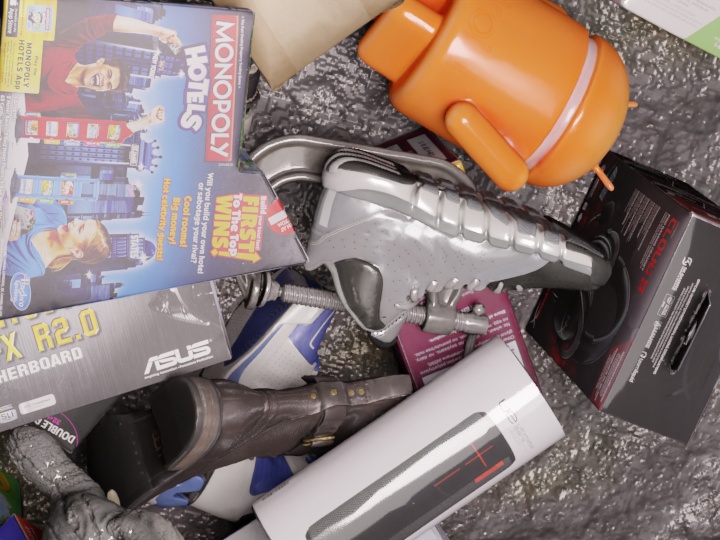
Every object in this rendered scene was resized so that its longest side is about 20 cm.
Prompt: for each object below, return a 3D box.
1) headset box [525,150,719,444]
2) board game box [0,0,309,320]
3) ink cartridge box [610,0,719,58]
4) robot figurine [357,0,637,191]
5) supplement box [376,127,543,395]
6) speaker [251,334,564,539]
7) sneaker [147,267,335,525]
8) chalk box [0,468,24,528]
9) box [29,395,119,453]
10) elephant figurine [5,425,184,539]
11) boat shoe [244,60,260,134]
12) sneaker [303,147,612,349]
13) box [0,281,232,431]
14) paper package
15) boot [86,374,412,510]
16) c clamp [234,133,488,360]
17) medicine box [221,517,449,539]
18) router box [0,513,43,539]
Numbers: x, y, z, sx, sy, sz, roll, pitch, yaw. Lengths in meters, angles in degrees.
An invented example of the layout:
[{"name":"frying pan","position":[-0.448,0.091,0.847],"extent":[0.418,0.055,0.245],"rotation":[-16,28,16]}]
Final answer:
[{"name":"headset box","position":[0.201,0.018,1.542],"extent":[0.077,0.200,0.150],"rotation":[21,101,-16]},{"name":"board game box","position":[-0.127,-0.067,1.347],"extent":[0.198,0.062,0.201],"rotation":[3,106,-16]},{"name":"ink cartridge box","position":[0.265,-0.254,1.547],"extent":[0.117,0.067,0.201],"rotation":[25,100,-16]},{"name":"robot figurine","position":[0.098,-0.130,1.513],"extent":[0.199,0.144,0.117],"rotation":[28,102,-13]},{"name":"supplement box","position":[0.053,0.015,1.558],"extent":[0.085,0.110,0.201],"rotation":[-22,109,-3]},{"name":"speaker","position":[0.032,0.128,1.444],"extent":[0.199,0.081,0.081],"rotation":[-34,109,-2]},{"name":"sneaker","position":[-0.059,0.102,1.584],"extent":[0.115,0.081,0.200],"rotation":[28,105,-21]},{"name":"chalk box","position":[-0.309,0.184,1.528],"extent":[0.200,0.125,0.124],"rotation":[36,97,-19]},{"name":"box","position":[-0.229,-0.008,1.489],"extent":[0.200,0.124,0.149],"rotation":[39,95,-20]},{"name":"elephant figurine","position":[-0.149,0.199,1.382],"extent":[0.200,0.155,0.142],"rotation":[51,50,-19]},{"name":"boat shoe","position":[-0.152,-0.125,1.471],"extent":[0.199,0.074,0.061],"rotation":[0,119,-33]},{"name":"sneaker","position":[0.055,0.004,1.444],"extent":[0.199,0.075,0.116],"rotation":[20,102,-6]},{"name":"box","position":[-0.197,0.008,1.409],"extent":[0.199,0.048,0.159],"rotation":[-17,108,-9]},{"name":"paper package","position":[-0.076,-0.238,1.419],"extent":[0.103,0.191,0.200],"rotation":[-34,109,4]},{"name":"boot","position":[-0.077,0.116,1.493],"extent":[0.173,0.200,0.070],"rotation":[-1,71,-35]},{"name":"c clamp","position":[0.000,0.000,1.472],"extent":[0.199,0.027,0.172],"rotation":[15,103,-14]},{"name":"medicine box","position":[-0.013,0.241,1.563],"extent":[0.182,0.103,0.200],"rotation":[-32,147,-1]},{"name":"router box","position":[-0.230,0.286,1.504],"extent":[0.200,0.049,0.179],"rotation":[-47,129,3]}]
